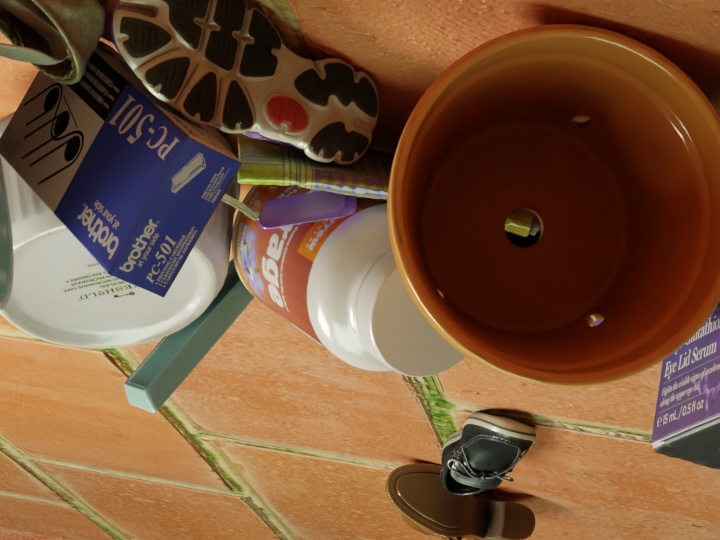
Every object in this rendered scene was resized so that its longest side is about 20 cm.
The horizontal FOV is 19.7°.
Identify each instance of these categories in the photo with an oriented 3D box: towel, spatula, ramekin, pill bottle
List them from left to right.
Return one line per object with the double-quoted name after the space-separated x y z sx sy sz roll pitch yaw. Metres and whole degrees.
-0.180 -0.026 1.450 0.201 0.095 0.203 -5 145 -3 "ramekin"
-0.102 -0.047 1.341 0.199 0.021 0.057 6 -159 -1 "spatula"
0.000 0.000 1.382 0.112 0.113 0.200 23 -176 -31 "pill bottle"
0.018 -0.057 1.339 0.199 0.023 0.144 10 -168 -6 "towel"

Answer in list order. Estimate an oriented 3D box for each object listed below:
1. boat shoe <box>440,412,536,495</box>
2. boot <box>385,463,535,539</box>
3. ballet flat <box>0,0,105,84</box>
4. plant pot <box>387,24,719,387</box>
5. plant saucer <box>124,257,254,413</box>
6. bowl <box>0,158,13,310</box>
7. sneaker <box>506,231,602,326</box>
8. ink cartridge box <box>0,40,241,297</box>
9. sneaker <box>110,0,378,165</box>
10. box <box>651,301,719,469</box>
0.126 0.187 2.095 0.074 0.063 0.200 17 161 -9 "boat shoe"
0.084 0.276 2.394 0.199 0.074 0.155 23 164 -25 "boot"
-0.220 -0.168 1.198 0.067 0.063 0.200 -3 157 39 "ballet flat"
0.106 -0.032 1.206 0.199 0.201 0.140 14 174 -6 "plant pot"
-0.098 0.019 1.498 0.019 0.200 0.070 43 167 -17 "plant saucer"
-0.284 -0.065 1.250 0.104 0.202 0.201 -11 161 1 "bowl"
0.185 -0.014 1.375 0.199 0.078 0.140 -12 143 3 "sneaker"
-0.150 -0.070 1.255 0.044 0.094 0.200 25 -170 -37 "ink cartridge box"
-0.080 -0.111 1.262 0.083 0.081 0.200 3 162 45 "sneaker"
0.252 0.008 1.193 0.104 0.201 0.148 14 162 -11 "box"
